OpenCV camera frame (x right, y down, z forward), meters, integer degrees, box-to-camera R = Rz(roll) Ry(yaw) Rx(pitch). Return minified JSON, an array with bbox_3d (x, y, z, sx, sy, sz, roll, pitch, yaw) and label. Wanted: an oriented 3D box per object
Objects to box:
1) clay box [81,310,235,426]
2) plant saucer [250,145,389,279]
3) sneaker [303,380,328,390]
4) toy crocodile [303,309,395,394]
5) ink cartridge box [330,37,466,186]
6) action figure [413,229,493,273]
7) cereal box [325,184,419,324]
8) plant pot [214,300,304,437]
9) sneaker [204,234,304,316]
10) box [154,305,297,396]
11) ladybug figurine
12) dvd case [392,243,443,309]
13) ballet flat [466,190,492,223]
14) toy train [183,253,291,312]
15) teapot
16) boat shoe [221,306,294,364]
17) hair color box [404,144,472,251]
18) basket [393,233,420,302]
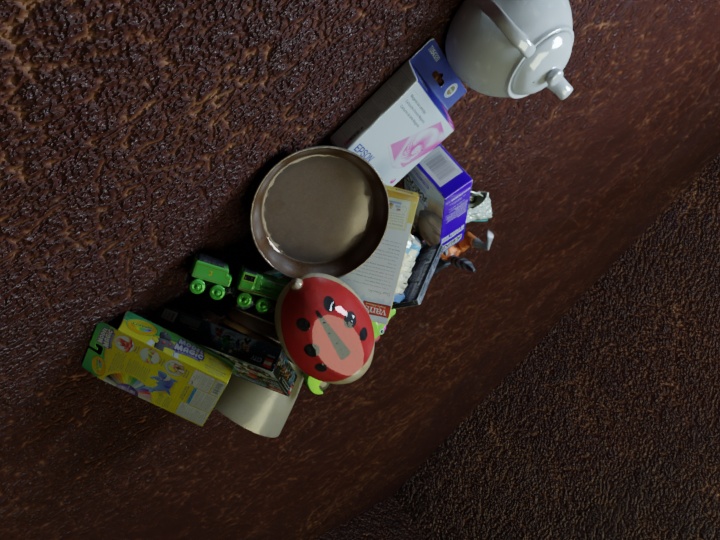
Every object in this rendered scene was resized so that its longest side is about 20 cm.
[{"bbox_3d":[-0.294,0.139,1.173,0.115,0.198,0.048,-55,-169,36],"label":"clay box"},{"bbox_3d":[-0.058,-0.081,1.135,0.197,0.035,0.203,-5,115,-11],"label":"plant saucer"},{"bbox_3d":[-0.070,0.156,1.470,0.089,0.200,0.068,22,106,-29],"label":"sneaker"},{"bbox_3d":[-0.018,0.127,1.363,0.199,0.062,0.067,-40,-164,-21],"label":"toy crocodile"},{"bbox_3d":[0.071,-0.220,1.193,0.200,0.043,0.196,-42,158,10],"label":"ink cartridge box"},{"bbox_3d":[0.137,-0.027,1.564,0.198,0.106,0.193,-22,-179,-27],"label":"action figure"},{"bbox_3d":[-0.004,-0.033,1.207,0.040,0.142,0.203,-77,-178,-75],"label":"cereal box"},{"bbox_3d":[-0.160,0.146,1.384,0.201,0.186,0.187,-55,157,2],"label":"plant pot"},{"bbox_3d":[-0.146,-0.007,1.235,0.199,0.071,0.093,-43,166,13],"label":"sneaker"},{"bbox_3d":[-0.201,0.124,1.227,0.137,0.197,0.038,77,34,-65],"label":"box"},{"bbox_3d":[-0.045,0.090,1.162,0.135,0.072,0.201,-39,123,-5],"label":"ladybug figurine"},{"bbox_3d":[0.038,0.022,1.401,0.198,0.016,0.149,-12,-146,33],"label":"dvd case"},{"bbox_3d":[0.189,-0.123,1.561,0.199,0.072,0.072,-15,149,-50],"label":"ballet flat"},{"bbox_3d":[-0.154,0.025,1.166,0.197,0.042,0.057,17,106,-19],"label":"toy train"},{"bbox_3d":[0.222,-0.311,1.115,0.198,0.147,0.198,-27,155,-25],"label":"teapot"},{"bbox_3d":[-0.118,0.095,1.232,0.199,0.070,0.071,32,81,-34],"label":"boat shoe"},{"bbox_3d":[0.128,-0.123,1.379,0.064,0.110,0.201,-34,157,-12],"label":"hair color box"},{"bbox_3d":[0.000,0.000,1.329,0.138,0.177,0.202,20,105,-23],"label":"basket"}]
